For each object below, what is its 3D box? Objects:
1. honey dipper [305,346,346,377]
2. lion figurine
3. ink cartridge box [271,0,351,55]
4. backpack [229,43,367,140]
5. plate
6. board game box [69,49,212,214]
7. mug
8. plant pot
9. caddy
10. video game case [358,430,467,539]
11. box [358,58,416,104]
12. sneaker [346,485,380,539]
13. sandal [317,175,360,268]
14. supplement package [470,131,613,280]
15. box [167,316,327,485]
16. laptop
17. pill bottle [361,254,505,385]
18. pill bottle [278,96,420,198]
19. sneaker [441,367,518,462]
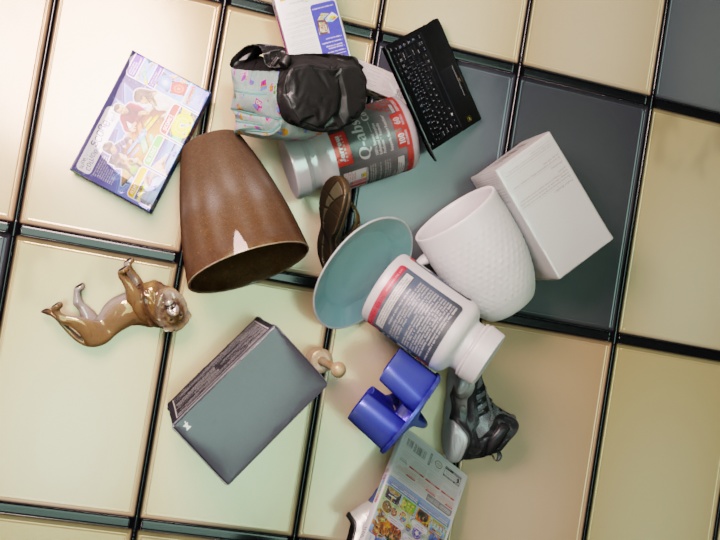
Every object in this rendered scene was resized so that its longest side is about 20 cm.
[{"bbox_3d":[-0.049,0.140,1.450,0.037,0.200,0.039,0,91,-12],"label":"honey dipper"},{"bbox_3d":[-0.359,0.064,1.454,0.197,0.073,0.124,-25,108,2],"label":"lion figurine"},{"bbox_3d":[-0.065,-0.335,1.489,0.093,0.037,0.203,-16,90,-10],"label":"ink cartridge box"},{"bbox_3d":[-0.106,-0.248,1.389,0.165,0.198,0.129,0,99,-42],"label":"backpack"},{"bbox_3d":[0.000,0.000,1.494,0.200,0.201,0.026,-43,56,-10],"label":"plate"},{"bbox_3d":[-0.325,-0.206,1.461,0.134,0.034,0.202,28,84,-3],"label":"board game box"},{"bbox_3d":[0.171,-0.005,1.542,0.198,0.148,0.177,-30,103,20],"label":"mug"},{"bbox_3d":[-0.193,-0.095,1.442,0.184,0.187,0.203,-17,77,-12],"label":"plant pot"},{"bbox_3d":[0.061,0.201,1.483,0.105,0.200,0.142,39,91,4],"label":"caddy"},{"bbox_3d":[0.084,0.368,1.519,0.143,0.018,0.202,39,53,-20],"label":"video game case"},{"bbox_3d":[-0.009,-0.309,1.541,0.197,0.039,0.042,19,84,-12],"label":"box"},{"bbox_3d":[0.029,0.450,1.538,0.114,0.081,0.202,-25,89,-8],"label":"sneaker"},{"bbox_3d":[-0.028,-0.065,1.472,0.054,0.202,0.082,-11,48,-16],"label":"sandal"},{"bbox_3d":[0.288,-0.099,1.569,0.116,0.117,0.202,-34,97,-13],"label":"supplement package"},{"bbox_3d":[-0.169,0.183,1.424,0.200,0.198,0.123,-44,99,-8],"label":"box"},{"bbox_3d":[0.115,-0.281,1.499,0.199,0.103,0.179,-34,105,-31],"label":"laptop"},{"bbox_3d":[0.112,0.079,1.476,0.199,0.120,0.120,35,82,12],"label":"pill bottle"},{"bbox_3d":[-0.018,-0.184,1.500,0.197,0.116,0.118,-19,94,-12],"label":"pill bottle"},{"bbox_3d":[0.197,0.209,1.574,0.112,0.075,0.204,7,94,-13],"label":"sneaker"}]
